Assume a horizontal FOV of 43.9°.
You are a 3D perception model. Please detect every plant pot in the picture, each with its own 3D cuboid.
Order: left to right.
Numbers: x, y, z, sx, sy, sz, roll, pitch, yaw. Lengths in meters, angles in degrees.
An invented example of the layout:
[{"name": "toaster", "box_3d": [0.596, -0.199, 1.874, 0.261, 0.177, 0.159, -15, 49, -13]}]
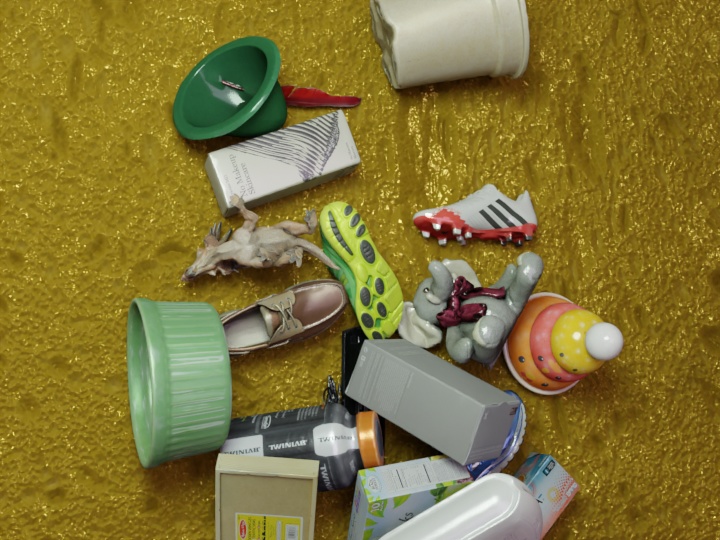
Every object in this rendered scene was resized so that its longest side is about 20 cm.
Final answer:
[{"name": "plant pot", "box_3d": [0.115, -0.346, 1.251, 0.180, 0.200, 0.204, -16, 88, -5]}]

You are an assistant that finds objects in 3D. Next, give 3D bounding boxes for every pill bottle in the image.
[{"name": "pill bottle", "box_3d": [-0.070, 0.227, 1.129, 0.196, 0.106, 0.109, -10, 86, 8]}]

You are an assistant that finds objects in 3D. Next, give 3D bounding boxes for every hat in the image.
[{"name": "hat", "box_3d": [-0.130, -0.203, 1.229, 0.176, 0.197, 0.169, 46, 41, -48]}]

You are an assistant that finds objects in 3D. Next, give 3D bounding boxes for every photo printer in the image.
[{"name": "photo printer", "box_3d": [0.131, 0.332, 1.098, 0.198, 0.167, 0.070, -30, 51, 0]}]

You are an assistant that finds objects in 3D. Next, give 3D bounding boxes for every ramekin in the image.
[{"name": "ramekin", "box_3d": [-0.223, 0.132, 1.089, 0.096, 0.199, 0.205, -3, 84, -22]}]

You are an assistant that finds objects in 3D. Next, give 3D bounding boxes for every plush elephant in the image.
[{"name": "plush elephant", "box_3d": [0.138, 0.046, 1.226, 0.153, 0.201, 0.166, 31, 62, 13]}]

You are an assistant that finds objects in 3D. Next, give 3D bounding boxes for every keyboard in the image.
[{"name": "keyboard", "box_3d": [-0.014, 0.179, 1.230, 0.103, 0.039, 0.205, 7, 80, -38]}]

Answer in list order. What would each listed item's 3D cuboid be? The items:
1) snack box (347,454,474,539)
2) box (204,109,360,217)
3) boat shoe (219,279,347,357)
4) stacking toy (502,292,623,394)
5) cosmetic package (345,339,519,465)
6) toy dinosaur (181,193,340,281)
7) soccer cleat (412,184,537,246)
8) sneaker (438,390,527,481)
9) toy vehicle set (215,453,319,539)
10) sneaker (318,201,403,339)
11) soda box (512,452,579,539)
[{"name": "snack box", "box_3d": [0.058, 0.324, 1.149, 0.139, 0.203, 0.053, -7, 43, -15]}, {"name": "box", "box_3d": [-0.106, -0.146, 1.216, 0.197, 0.068, 0.084, -22, 89, -17]}, {"name": "boat shoe", "box_3d": [-0.108, 0.067, 1.167, 0.197, 0.072, 0.077, -23, 90, -2]}, {"name": "stacking toy", "box_3d": [0.294, 0.096, 1.229, 0.143, 0.200, 0.150, 2, 82, -14]}, {"name": "cosmetic package", "box_3d": [0.092, 0.164, 1.148, 0.106, 0.198, 0.092, 7, 108, -52]}, {"name": "toy dinosaur", "box_3d": [-0.130, -0.031, 1.175, 0.196, 0.135, 0.088, 5, 72, -23]}, {"name": "soccer cleat", "box_3d": [0.165, -0.084, 1.289, 0.196, 0.069, 0.087, 3, 74, -18]}, {"name": "sneaker", "box_3d": [0.156, 0.247, 1.238, 0.089, 0.078, 0.201, 39, 76, -10]}, {"name": "toy vehicle set", "box_3d": [-0.117, 0.315, 1.106, 0.121, 0.027, 0.203, 5, 121, -1]}, {"name": "sneaker", "box_3d": [0.000, 0.000, 1.222, 0.073, 0.083, 0.203, -24, 98, -12]}, {"name": "soda box", "box_3d": [0.215, 0.353, 1.249, 0.068, 0.063, 0.200, 44, 74, -6]}]
